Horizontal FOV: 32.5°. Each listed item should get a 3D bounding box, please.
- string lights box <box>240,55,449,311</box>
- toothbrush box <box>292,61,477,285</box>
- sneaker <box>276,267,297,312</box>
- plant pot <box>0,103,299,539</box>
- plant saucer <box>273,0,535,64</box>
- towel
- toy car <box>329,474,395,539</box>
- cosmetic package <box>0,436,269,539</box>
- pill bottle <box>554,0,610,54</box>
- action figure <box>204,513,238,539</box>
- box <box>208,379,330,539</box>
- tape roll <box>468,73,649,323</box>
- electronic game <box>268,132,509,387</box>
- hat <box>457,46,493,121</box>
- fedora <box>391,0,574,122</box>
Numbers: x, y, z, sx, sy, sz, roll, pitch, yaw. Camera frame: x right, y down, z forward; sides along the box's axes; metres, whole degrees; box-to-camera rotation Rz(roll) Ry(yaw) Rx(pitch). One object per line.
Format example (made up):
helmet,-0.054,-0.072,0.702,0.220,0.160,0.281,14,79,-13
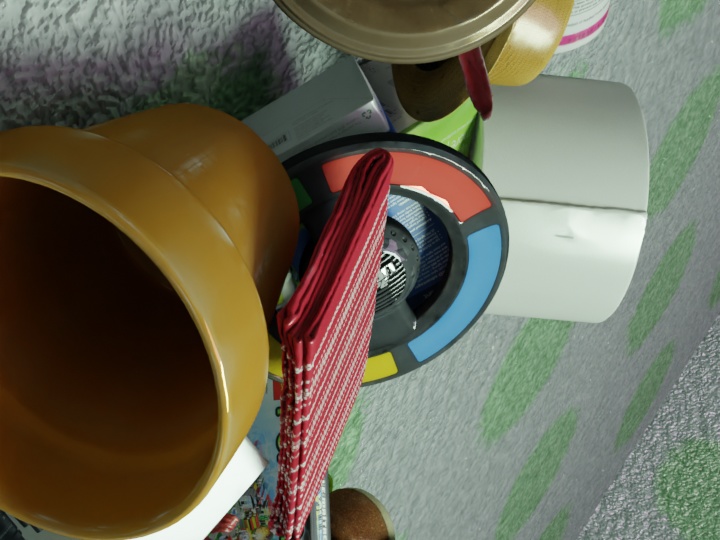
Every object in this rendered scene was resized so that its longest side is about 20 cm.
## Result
string lights box,0.000,-0.030,0.826,0.102,0.059,0.201,-28,131,5
toothbrush box,0.006,-0.049,0.954,0.145,0.086,0.202,-34,146,-45
sneaker,-0.090,0.010,0.844,0.080,0.077,0.201,-42,151,-11
plant pot,-0.121,0.003,0.647,0.184,0.198,0.202,-54,161,-56
plant saucer,0.025,-0.217,0.680,0.202,0.198,0.029,-64,-174,7
towel,-0.018,0.046,0.699,0.201,0.022,0.146,97,14,-47
toy car,-0.065,0.283,1.102,0.199,0.164,0.160,-7,123,-50
cosmetic package,-0.167,0.145,0.709,0.200,0.150,0.052,-48,129,-15
pill bottle,0.147,-0.278,0.948,0.113,0.113,0.201,-46,152,-30
action figure,-0.081,0.184,0.767,0.066,0.199,0.052,50,61,-29
box,-0.077,0.167,0.877,0.035,0.109,0.203,31,53,-64
tape roll,0.141,-0.062,1.031,0.203,0.137,0.206,-175,-90,-81
electronic game,0.000,0.000,0.783,0.197,0.042,0.202,-9,131,-10
hat,0.070,-0.238,0.755,0.165,0.175,0.202,-31,143,-47
fedora,0.091,-0.186,0.847,0.081,0.201,0.203,15,108,-22
